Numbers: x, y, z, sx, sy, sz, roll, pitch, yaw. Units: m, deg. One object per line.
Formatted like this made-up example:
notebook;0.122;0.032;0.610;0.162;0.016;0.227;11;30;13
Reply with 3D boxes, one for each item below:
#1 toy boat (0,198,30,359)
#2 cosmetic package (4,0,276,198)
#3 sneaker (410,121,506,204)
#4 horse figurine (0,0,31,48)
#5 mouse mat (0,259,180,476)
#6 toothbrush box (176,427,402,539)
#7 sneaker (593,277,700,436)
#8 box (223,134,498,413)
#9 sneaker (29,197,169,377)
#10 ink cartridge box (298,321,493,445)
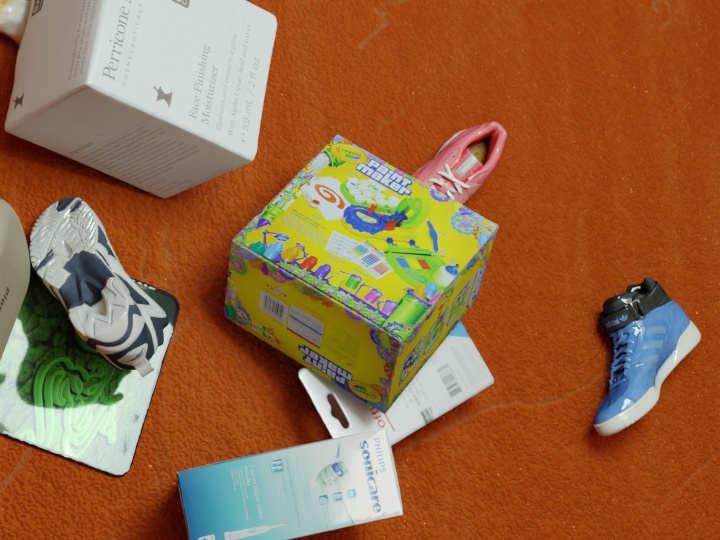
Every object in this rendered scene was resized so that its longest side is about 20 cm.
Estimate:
toy boat;-0.394;0.019;1.576;0.130;0.131;0.201;11;65;10
cosmetic package;-0.216;-0.196;1.664;0.199;0.164;0.166;22;65;-36
sneaker;0.091;-0.099;1.847;0.074;0.087;0.200;43;61;-5
horse figurine;-0.348;-0.278;1.711;0.199;0.050;0.133;30;80;-31
mouse mat;-0.274;0.087;1.659;0.160;0.008;0.201;23;66;-17
toothbrush box;-0.067;0.211;1.593;0.198;0.146;0.086;-11;83;-4
sneaker;0.295;0.089;1.881;0.111;0.077;0.200;51;56;-8
box;0.000;0.000;1.697;0.199;0.122;0.193;31;51;16
sneaker;-0.250;0.026;1.651;0.079;0.130;0.199;-36;50;-7
ink cartridge box;0.026;0.118;1.753;0.199;0.067;0.116;-27;85;-30
